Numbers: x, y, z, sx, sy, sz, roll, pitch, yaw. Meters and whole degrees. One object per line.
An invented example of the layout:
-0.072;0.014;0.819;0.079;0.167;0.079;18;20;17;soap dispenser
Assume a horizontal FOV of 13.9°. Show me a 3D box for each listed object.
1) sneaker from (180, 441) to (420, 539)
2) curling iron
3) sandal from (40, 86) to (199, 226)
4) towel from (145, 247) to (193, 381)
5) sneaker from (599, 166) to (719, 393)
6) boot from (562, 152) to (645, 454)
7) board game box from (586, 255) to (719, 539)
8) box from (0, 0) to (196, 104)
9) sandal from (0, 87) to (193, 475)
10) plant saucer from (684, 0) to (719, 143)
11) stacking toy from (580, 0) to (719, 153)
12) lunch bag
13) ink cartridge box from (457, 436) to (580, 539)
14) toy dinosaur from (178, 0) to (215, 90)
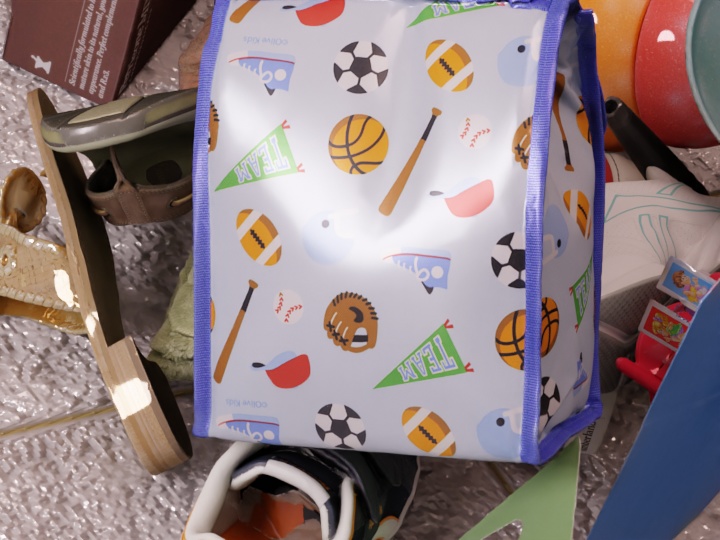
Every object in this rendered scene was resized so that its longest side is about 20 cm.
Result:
-0.022;0.102;1.364;0.078;0.079;0.200;26;40;9;sneaker
0.170;-0.047;1.549;0.200;0.026;0.050;31;59;-53;curling iron
-0.099;-0.048;1.436;0.080;0.201;0.057;-11;80;6;sandal
0.000;0.000;1.449;0.200;0.036;0.148;-3;42;25;towel
0.125;0.002;1.433;0.080;0.070;0.200;36;29;19;sneaker
0.069;-0.002;1.519;0.144;0.072;0.200;16;43;1;boot
0.157;0.048;1.401;0.039;0.200;0.158;35;26;24;board game box
-0.116;-0.189;1.619;0.075;0.100;0.200;26;42;7;box
-0.150;0.011;1.420;0.070;0.078;0.212;-25;66;3;sandal
0.259;-0.097;1.459;0.200;0.036;0.200;-2;58;2;plant saucer
0.203;-0.112;1.551;0.200;0.146;0.146;17;36;31;stacking toy
0.019;-0.027;1.302;0.170;0.200;0.124;2;12;19;lunch bag
0.031;0.168;1.260;0.048;0.146;0.200;31;38;-21;ink cartridge box
-0.054;-0.126;1.589;0.136;0.086;0.200;26;56;37;toy dinosaur
